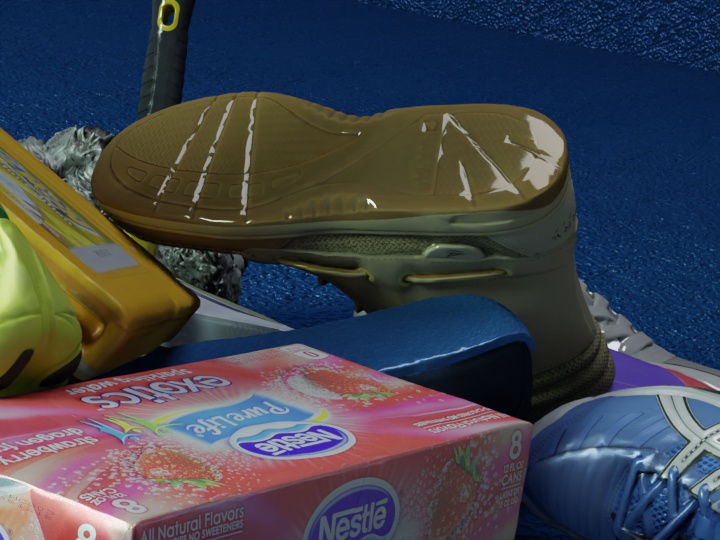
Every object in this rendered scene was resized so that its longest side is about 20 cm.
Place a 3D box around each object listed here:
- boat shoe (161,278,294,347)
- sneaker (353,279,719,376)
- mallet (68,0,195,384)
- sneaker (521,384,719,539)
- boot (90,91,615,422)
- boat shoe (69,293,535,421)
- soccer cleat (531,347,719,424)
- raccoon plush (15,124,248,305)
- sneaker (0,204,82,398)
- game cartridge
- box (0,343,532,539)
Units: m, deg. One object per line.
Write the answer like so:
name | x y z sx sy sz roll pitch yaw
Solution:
boat shoe | -0.093 0.035 1.046 0.200 0.072 0.062 20 -1 14
sneaker | 0.089 0.034 1.106 0.200 0.081 0.077 14 11 19
mallet | -0.102 -0.026 1.006 0.066 0.200 0.041 -2 -12 6
sneaker | 0.147 0.091 0.882 0.200 0.076 0.077 12 8 25
boot | 0.000 0.000 0.972 0.200 0.155 0.073 0 52 18
boat shoe | -0.028 0.066 0.889 0.200 0.069 0.084 -9 26 -3
soccer cleat | 0.080 0.058 1.029 0.200 0.068 0.073 17 18 28
raccoon plush | -0.151 0.016 1.110 0.200 0.097 0.134 -27 39 -16
sneaker | -0.169 0.036 0.752 0.200 0.084 0.074 -30 -19 28
game cartridge | -0.140 -0.033 0.849 0.176 0.032 0.200 40 5 1
box | -0.045 0.089 0.712 0.103 0.095 0.200 17 15 34
